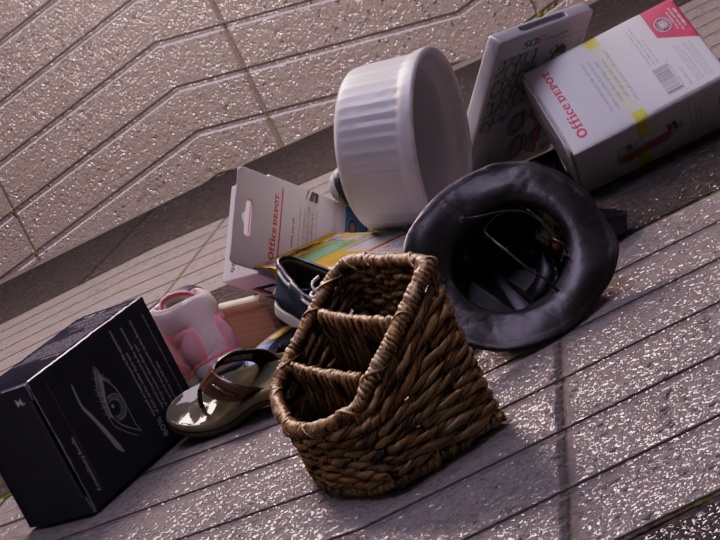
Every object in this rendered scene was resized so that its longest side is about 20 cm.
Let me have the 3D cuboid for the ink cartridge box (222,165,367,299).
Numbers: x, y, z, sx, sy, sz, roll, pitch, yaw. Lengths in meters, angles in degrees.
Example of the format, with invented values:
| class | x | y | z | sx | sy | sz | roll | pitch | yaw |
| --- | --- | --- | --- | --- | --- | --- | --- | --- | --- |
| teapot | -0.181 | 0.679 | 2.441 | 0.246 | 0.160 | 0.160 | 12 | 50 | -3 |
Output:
| class | x | y | z | sx | sy | sz | roll | pitch | yaw |
| --- | --- | --- | --- | --- | --- | --- | --- | --- | --- |
| ink cartridge box | -0.086 | -0.031 | 1.810 | 0.199 | 0.117 | 0.067 | 20 | -23 | -41 |

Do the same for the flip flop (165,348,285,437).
| class | x | y | z | sx | sy | sz | roll | pitch | yaw |
| --- | --- | --- | --- | --- | --- | --- | --- | --- | --- |
| flip flop | -0.114 | 0.107 | 1.603 | 0.199 | 0.058 | 0.081 | -21 | 32 | 31 |

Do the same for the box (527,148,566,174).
| class | x | y | z | sx | sy | sz | roll | pitch | yaw |
| --- | --- | --- | --- | --- | --- | --- | --- | --- | --- |
| box | 0.145 | -0.065 | 1.875 | 0.197 | 0.050 | 0.200 | -23 | 11 | 13 |

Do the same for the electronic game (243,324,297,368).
| class | x | y | z | sx | sy | sz | roll | pitch | yaw |
| --- | --- | --- | --- | --- | --- | --- | --- | --- | --- |
| electronic game | -0.034 | 0.063 | 1.715 | 0.198 | 0.042 | 0.200 | -25 | 11 | 5 |

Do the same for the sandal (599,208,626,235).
| class | x | y | z | sx | sy | sz | roll | pitch | yaw |
| --- | --- | --- | --- | --- | --- | --- | --- | --- | --- |
| sandal | 0.173 | -0.061 | 1.640 | 0.198 | 0.043 | 0.076 | 1 | 12 | 22 |

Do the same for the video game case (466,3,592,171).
| class | x | y | z | sx | sy | sz | roll | pitch | yaw |
| --- | --- | --- | --- | --- | --- | --- | --- | --- | --- |
| video game case | 0.190 | -0.206 | 1.914 | 0.024 | 0.201 | 0.181 | 36 | 41 | 28 |

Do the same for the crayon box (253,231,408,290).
| class | x | y | z | sx | sy | sz | roll | pitch | yaw |
| --- | --- | --- | --- | --- | --- | --- | --- | --- | --- |
| crayon box | 0.000 | 0.000 | 1.702 | 0.199 | 0.052 | 0.125 | 1 | 19 | 46 |

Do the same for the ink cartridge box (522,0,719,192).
| class | x | y | z | sx | sy | sz | roll | pitch | yaw |
| --- | --- | --- | --- | --- | --- | --- | --- | --- | --- |
| ink cartridge box | 0.305 | -0.199 | 1.851 | 0.198 | 0.084 | 0.146 | -26 | 52 | 0 |

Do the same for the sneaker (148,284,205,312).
| class | x | y | z | sx | sy | sz | roll | pitch | yaw |
| --- | --- | --- | --- | --- | --- | --- | --- | --- | --- |
| sneaker | -0.257 | 0.078 | 1.808 | 0.082 | 0.071 | 0.200 | 20 | 52 | 42 |

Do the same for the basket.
| class | x | y | z | sx | sy | sz | roll | pitch | yaw |
| --- | --- | --- | --- | --- | --- | --- | --- | --- | --- |
| basket | -0.004 | 0.081 | 1.293 | 0.142 | 0.150 | 0.200 | -30 | 13 | -18 |

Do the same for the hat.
| class | x | y | z | sx | sy | sz | roll | pitch | yaw |
| --- | --- | --- | --- | --- | --- | --- | --- | --- | --- |
| hat | 0.132 | 0.002 | 1.464 | 0.199 | 0.201 | 0.081 | -29 | -27 | -16 |

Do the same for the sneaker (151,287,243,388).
| class | x | y | z | sx | sy | sz | roll | pitch | yaw |
| --- | --- | --- | --- | --- | --- | --- | --- | --- | --- |
| sneaker | -0.180 | 0.074 | 1.757 | 0.075 | 0.105 | 0.200 | -29 | -4 | -17 |

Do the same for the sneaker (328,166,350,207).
| class | x | y | z | sx | sy | sz | roll | pitch | yaw |
| --- | --- | --- | --- | --- | --- | --- | --- | --- | --- |
| sneaker | 0.034 | -0.091 | 1.895 | 0.199 | 0.076 | 0.076 | -3 | -20 | -45 |

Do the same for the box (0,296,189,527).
| class | x | y | z | sx | sy | sz | roll | pitch | yaw |
| --- | --- | --- | --- | --- | --- | --- | --- | --- | --- |
| box | -0.278 | 0.141 | 1.638 | 0.104 | 0.149 | 0.200 | -17 | 14 | 37 |

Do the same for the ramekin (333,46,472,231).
| class | x | y | z | sx | sy | sz | roll | pitch | yaw |
| --- | --- | --- | --- | --- | --- | --- | --- | --- | --- |
| ramekin | 0.046 | -0.136 | 1.755 | 0.097 | 0.203 | 0.201 | -6 | 18 | 21 |

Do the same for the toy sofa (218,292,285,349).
| class | x | y | z | sx | sy | sz | roll | pitch | yaw |
| --- | --- | --- | --- | --- | --- | --- | --- | --- | --- |
| toy sofa | -0.077 | 0.005 | 1.931 | 0.082 | 0.098 | 0.200 | -13 | 18 | 47 |

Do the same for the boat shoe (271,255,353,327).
| class | x | y | z | sx | sy | sz | roll | pitch | yaw |
| --- | --- | --- | --- | --- | --- | --- | --- | --- | --- |
| boat shoe | -0.019 | 0.030 | 1.585 | 0.074 | 0.063 | 0.199 | -19 | 24 | -28 |
